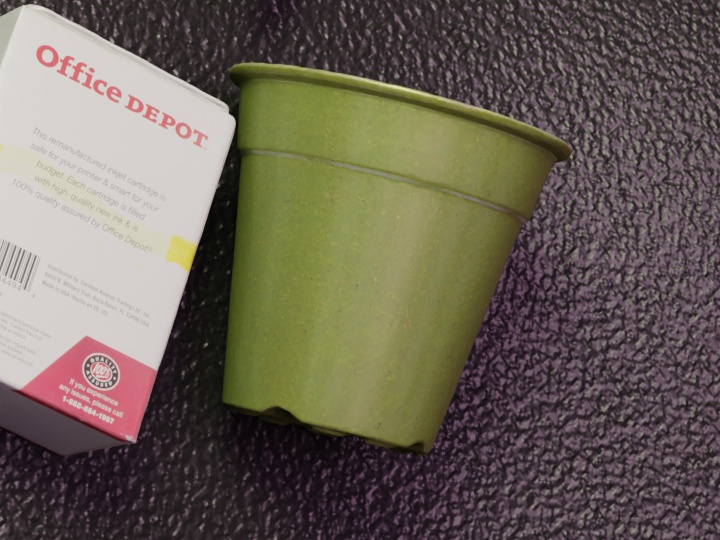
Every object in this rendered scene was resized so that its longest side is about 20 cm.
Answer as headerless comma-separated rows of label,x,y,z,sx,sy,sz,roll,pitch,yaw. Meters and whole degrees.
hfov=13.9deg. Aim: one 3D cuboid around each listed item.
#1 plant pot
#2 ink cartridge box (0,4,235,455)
plant pot,0.000,0.000,1.670,0.200,0.200,0.191,16,85,-29
ink cartridge box,-0.169,-0.020,1.607,0.145,0.083,0.201,28,68,-26
